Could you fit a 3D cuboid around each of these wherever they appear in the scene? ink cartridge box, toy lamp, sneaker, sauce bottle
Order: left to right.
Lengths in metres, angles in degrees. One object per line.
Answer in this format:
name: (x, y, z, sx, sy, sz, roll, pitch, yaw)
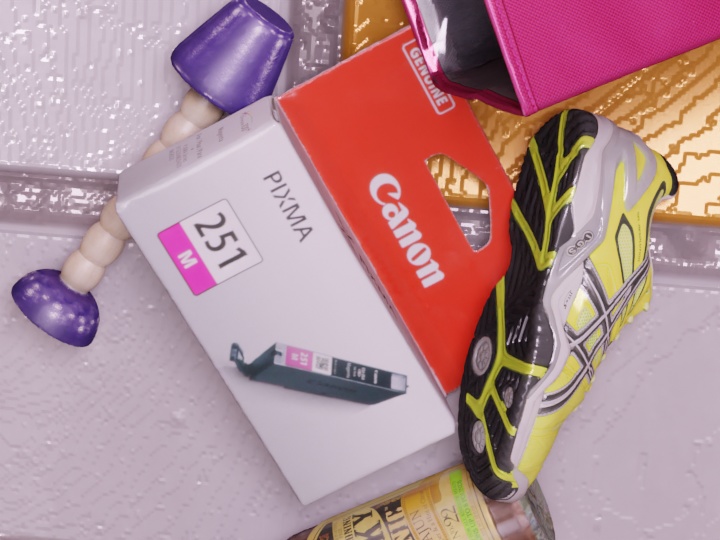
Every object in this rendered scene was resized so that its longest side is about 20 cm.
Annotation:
toy lamp: (-0.105, -0.053, 1.091, 0.058, 0.058, 0.200, 37, 104, -5)
ink cartridge box: (0.000, 0.000, 1.074, 0.173, 0.044, 0.200, -27, 115, 8)
sauce bottle: (0.003, 0.158, 1.133, 0.200, 0.065, 0.065, -25, 101, 11)
sneaker: (0.107, 0.024, 1.068, 0.076, 0.075, 0.200, 15, 96, -25)

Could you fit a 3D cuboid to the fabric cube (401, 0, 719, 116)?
fabric cube: (0.109, -0.199, 0.940, 0.199, 0.200, 0.197, -22, 102, -6)
